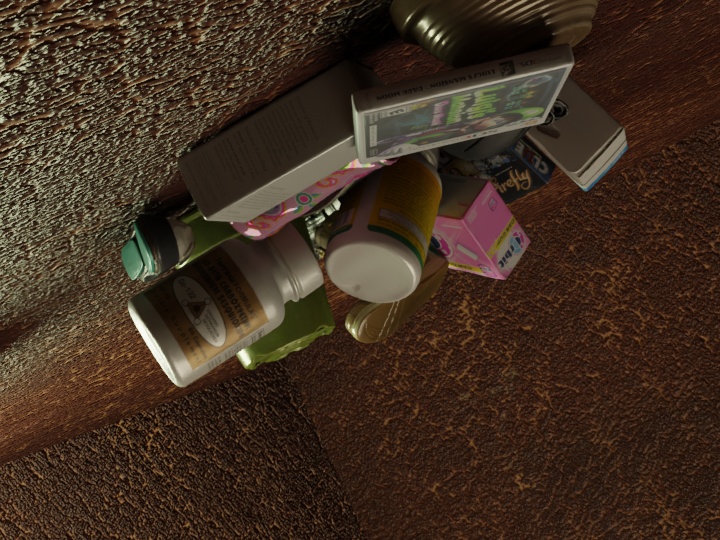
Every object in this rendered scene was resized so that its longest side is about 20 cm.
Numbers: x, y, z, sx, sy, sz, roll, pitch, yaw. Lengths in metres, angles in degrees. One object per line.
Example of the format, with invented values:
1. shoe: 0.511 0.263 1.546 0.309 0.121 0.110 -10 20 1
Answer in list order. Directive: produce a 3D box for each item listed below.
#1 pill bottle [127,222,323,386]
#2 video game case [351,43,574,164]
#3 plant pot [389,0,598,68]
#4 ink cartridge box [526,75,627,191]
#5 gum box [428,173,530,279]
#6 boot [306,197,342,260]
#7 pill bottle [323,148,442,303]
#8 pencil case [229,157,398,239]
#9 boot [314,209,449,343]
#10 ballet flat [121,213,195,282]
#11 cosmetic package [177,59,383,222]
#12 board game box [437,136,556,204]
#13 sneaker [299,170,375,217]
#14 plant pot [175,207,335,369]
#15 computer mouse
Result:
1. pill bottle: -0.146 0.031 1.485 0.200 0.115 0.114 -33 176 -14
2. video game case: 0.083 -0.140 1.163 0.181 0.023 0.200 -13 172 -1
3. plant pot: 0.133 -0.224 1.138 0.200 0.093 0.201 -25 173 -3
4. ink cartridge box: 0.247 -0.181 1.637 0.086 0.146 0.200 -45 171 7
5. gum box: 0.100 -0.062 1.675 0.200 0.114 0.066 13 -120 48
6. boot: 0.010 -0.086 1.836 0.210 0.080 0.158 -9 159 -32
7. pill bottle: 0.033 -0.071 1.552 0.113 0.113 0.201 -31 -148 43
8. pencil case: -0.055 -0.109 1.412 0.200 0.088 0.087 -30 173 29
9. boot: 0.000 0.000 1.627 0.200 0.155 0.073 -37 155 -49
10. ballet flat: -0.219 -0.030 1.471 0.073 0.073 0.200 -23 180 -17
11. cosmetic package: -0.066 -0.122 1.296 0.199 0.074 0.102 -30 172 15
12. board game box: 0.131 -0.130 1.696 0.200 0.135 0.035 -29 -153 51
13. sneaker: -0.009 -0.122 1.500 0.200 0.075 0.106 -31 172 31
14. plant pot: -0.121 0.011 1.628 0.199 0.191 0.200 -26 174 -3
15. computer mouse: 0.133 -0.168 1.521 0.138 0.053 0.200 22 163 -15
